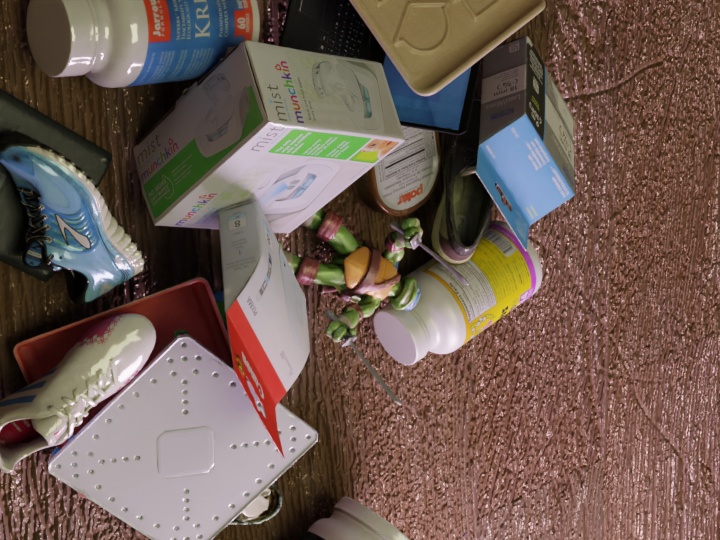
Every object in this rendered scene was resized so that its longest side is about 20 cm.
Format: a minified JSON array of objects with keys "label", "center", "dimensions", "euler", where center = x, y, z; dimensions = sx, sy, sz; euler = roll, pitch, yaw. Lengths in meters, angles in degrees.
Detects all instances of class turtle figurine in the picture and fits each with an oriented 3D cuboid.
[{"label":"turtle figurine","center":[0.000,0.000,1.721],"dimensions":[0.194,0.200,0.144],"euler":[28,119,-20]}]

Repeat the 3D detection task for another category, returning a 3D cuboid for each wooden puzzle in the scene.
[{"label":"wooden puzzle","center":[0.069,-0.304,1.674],"dimensions":[0.185,0.046,0.200],"euler":[-39,95,-21]}]

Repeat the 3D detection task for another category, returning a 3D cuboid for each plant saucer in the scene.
[{"label":"plant saucer","center":[-0.221,0.112,1.611],"dimensions":[0.199,0.037,0.200],"euler":[-20,122,-5]}]

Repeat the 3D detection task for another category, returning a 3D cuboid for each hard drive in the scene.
[{"label":"hard drive","center":[-0.336,-0.089,1.483],"dimensions":[0.200,0.033,0.140],"euler":[31,83,-44]}]

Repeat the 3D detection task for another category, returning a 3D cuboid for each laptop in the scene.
[{"label":"laptop","center":[0.027,-0.253,1.679],"dimensions":[0.200,0.103,0.178],"euler":[22,75,-44]}]

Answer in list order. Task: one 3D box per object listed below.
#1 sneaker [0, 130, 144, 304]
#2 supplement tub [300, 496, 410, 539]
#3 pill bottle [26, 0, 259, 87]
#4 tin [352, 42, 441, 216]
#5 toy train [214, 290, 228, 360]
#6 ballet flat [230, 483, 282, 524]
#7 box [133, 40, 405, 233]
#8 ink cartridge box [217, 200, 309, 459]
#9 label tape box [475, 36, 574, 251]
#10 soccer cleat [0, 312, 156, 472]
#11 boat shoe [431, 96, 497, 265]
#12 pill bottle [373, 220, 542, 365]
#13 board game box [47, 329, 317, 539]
[{"label":"sneaker","center":[-0.278,-0.042,1.478],"dimensions":[0.090,0.078,0.200],"euler":[-45,130,-16]},{"label":"supplement tub","center":[-0.032,0.377,1.850],"dimensions":[0.200,0.140,0.140],"euler":[-52,132,-15]},{"label":"pill bottle","center":[-0.203,-0.229,1.498],"dimensions":[0.200,0.112,0.113],"euler":[-13,114,-39]},{"label":"tin","center":[0.035,-0.155,1.793],"dimensions":[0.112,0.042,0.200],"euler":[-25,121,-29]},{"label":"toy train","center":[-0.121,0.108,1.725],"dimensions":[0.116,0.085,0.200],"euler":[-46,134,-39]},{"label":"ballet flat","center":[-0.165,0.243,1.732],"dimensions":[0.200,0.074,0.074],"euler":[4,102,-43]},{"label":"box","center":[-0.092,-0.127,1.573],"dimensions":[0.176,0.200,0.097],"euler":[2,62,-43]},{"label":"ink cartridge box","center":[-0.088,0.057,1.560],"dimensions":[0.047,0.200,0.160],"euler":[-15,139,6]},{"label":"label tape box","center":[0.192,-0.146,1.846],"dimensions":[0.144,0.063,0.200],"euler":[52,32,-40]},{"label":"soccer cleat","center":[-0.273,0.121,1.530],"dimensions":[0.200,0.086,0.070],"euler":[-36,121,5]},{"label":"boat shoe","center":[0.128,-0.107,1.836],"dimensions":[0.072,0.066,0.201],"euler":[15,76,-20]},{"label":"pill bottle","center":[0.112,0.029,1.880],"dimensions":[0.200,0.104,0.104],"euler":[-33,125,-29]},{"label":"board game box","center":[-0.178,0.177,1.623],"dimensions":[0.200,0.026,0.200],"euler":[-44,121,10]}]
